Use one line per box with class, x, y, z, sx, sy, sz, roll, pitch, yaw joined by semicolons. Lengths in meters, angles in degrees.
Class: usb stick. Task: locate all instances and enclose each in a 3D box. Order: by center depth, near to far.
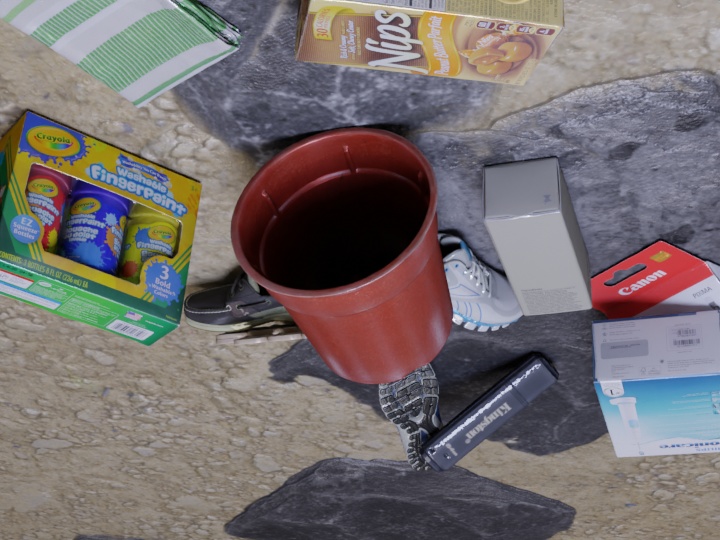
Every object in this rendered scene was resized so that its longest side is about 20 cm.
usb stick;0.162;0.179;1.698;0.200;0.033;0.055;-40;128;6

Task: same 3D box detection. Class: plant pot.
plant pot;0.000;0.000;1.320;0.200;0.201;0.195;-6;142;15

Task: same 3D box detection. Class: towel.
towel;-0.222;-0.219;1.168;0.152;0.023;0.200;-22;141;37

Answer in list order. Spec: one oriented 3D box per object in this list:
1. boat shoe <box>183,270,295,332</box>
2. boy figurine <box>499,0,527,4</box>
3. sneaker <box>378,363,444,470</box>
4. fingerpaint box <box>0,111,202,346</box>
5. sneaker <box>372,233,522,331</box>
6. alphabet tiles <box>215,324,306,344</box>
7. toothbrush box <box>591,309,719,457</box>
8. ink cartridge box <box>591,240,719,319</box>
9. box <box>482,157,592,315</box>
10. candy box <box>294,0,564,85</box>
boat shoe;-0.112;0.023;1.529;0.200;0.072;0.066;-4;125;20
boy figurine;0.056;-0.261;0.991;0.200;0.065;0.124;29;138;-32
sneaker;0.061;0.162;1.726;0.078;0.089;0.200;-18;127;-4
fingerpaint box;-0.267;-0.039;1.334;0.200;0.167;0.073;23;146;-29
sneaker;0.107;0.005;1.468;0.200;0.075;0.087;17;141;-22
alphabet tiles;-0.061;0.067;1.553;0.200;0.015;0.196;-7;180;16
toothbrush box;0.354;0.136;1.560;0.146;0.085;0.200;-6;145;17
ink cartridge box;0.358;0.047;1.537;0.200;0.050;0.161;20;145;-29
box;0.186;-0.031;1.400;0.082;0.069;0.200;-6;148;15
candy box;0.052;-0.205;1.089;0.200;0.055;0.115;4;163;-8
